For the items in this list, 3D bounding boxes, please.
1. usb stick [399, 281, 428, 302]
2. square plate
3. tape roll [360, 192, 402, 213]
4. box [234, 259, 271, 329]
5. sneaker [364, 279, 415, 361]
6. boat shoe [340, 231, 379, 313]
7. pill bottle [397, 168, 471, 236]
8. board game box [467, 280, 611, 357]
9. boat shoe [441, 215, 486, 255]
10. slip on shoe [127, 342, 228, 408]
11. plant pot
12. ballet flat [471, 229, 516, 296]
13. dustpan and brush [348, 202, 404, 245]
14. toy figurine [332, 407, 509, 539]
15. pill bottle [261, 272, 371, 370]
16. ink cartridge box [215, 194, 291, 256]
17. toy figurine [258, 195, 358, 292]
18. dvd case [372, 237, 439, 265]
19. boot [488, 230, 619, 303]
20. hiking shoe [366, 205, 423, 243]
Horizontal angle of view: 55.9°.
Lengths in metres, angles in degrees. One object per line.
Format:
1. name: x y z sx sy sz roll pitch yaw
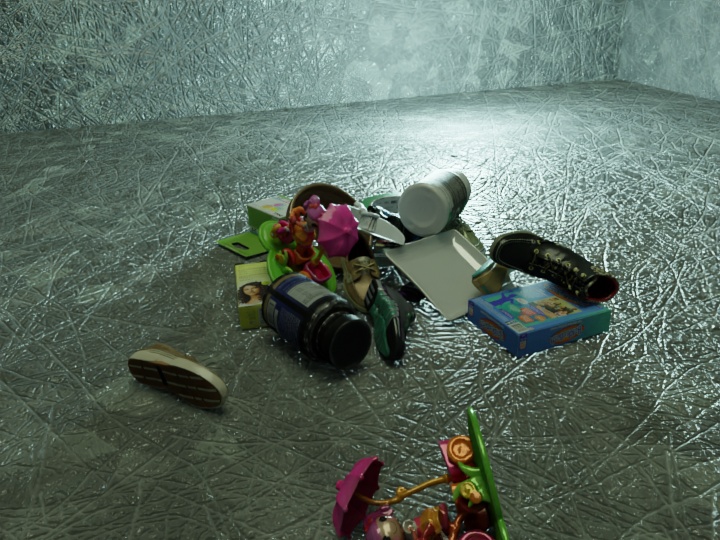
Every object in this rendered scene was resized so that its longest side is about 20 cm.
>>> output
1. usb stick: 0.154 0.015 1.360 0.055 0.033 0.199 9 25 40
2. square plate: 0.175 0.008 1.313 0.198 0.029 0.198 -18 52 -34
3. tape roll: 0.096 -0.143 1.697 0.197 0.049 0.201 -2 24 1
4. box: -0.202 0.042 1.310 0.074 0.051 0.200 -7 24 -11
5. sneaker: 0.068 0.085 1.175 0.086 0.075 0.201 15 29 -20
6. boat shoe: 0.000 0.000 1.324 0.073 0.067 0.201 -5 40 -15
7. pill bottle: 0.166 -0.153 1.457 0.112 0.115 0.200 9 23 24
8. board game box: 0.312 0.078 1.195 0.197 0.046 0.152 -12 26 -21
9. boat shoe: 0.214 -0.085 1.525 0.071 0.063 0.200 -18 34 -17
10. slip on shoe: -0.271 0.155 1.042 0.198 0.077 0.061 6 30 34
11. plant pot: -0.081 -0.079 1.461 0.200 0.203 0.093 -23 -9 -40
12. ballet flat: 0.273 -0.009 1.312 0.068 0.063 0.200 -33 6 46
13. dustpan and brush: 0.009 -0.108 1.387 0.138 0.058 0.200 20 2 -17
14. toy figurine: 0.061 0.268 0.743 0.182 0.151 0.202 -15 49 4
15. pill bottle: -0.073 0.085 1.129 0.111 0.113 0.199 -18 29 -32
16. ink cartridge box: -0.227 -0.108 1.609 0.198 0.077 0.147 -20 30 -38
17. toy figurine: -0.083 -0.065 1.255 0.149 0.184 0.201 -23 72 -46
18. dvd case: 0.099 -0.043 1.472 0.144 0.022 0.200 1 14 5
19. boot: 0.345 -0.007 1.207 0.201 0.074 0.154 10 18 -25
20. hiking shoe: 0.070 -0.094 1.524 0.086 0.075 0.200 13 11 -26
